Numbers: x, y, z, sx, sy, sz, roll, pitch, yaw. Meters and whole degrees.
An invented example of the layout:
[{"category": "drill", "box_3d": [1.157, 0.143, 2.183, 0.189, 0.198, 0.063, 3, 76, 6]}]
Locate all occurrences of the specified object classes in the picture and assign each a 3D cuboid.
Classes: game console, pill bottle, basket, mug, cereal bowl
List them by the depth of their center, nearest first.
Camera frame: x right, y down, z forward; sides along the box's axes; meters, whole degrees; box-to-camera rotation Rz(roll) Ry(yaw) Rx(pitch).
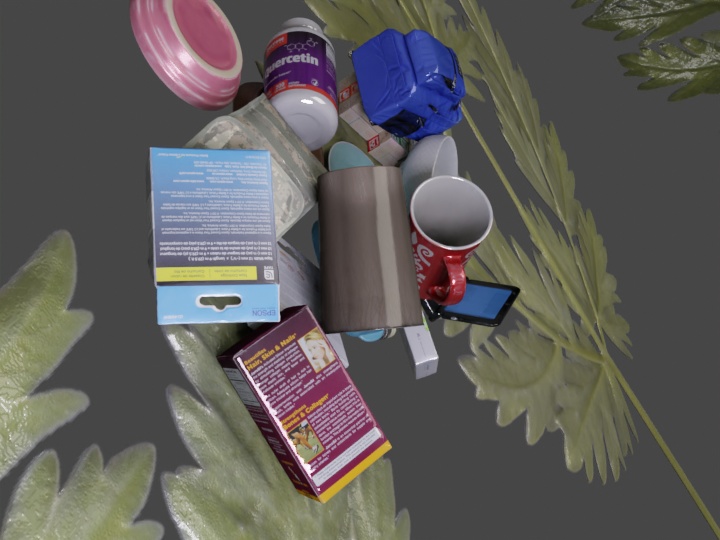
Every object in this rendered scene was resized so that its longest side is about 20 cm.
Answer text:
[{"category": "basket", "box_3d": [0.007, -0.024, 1.136, 0.180, 0.133, 0.204, 102, -17, -86]}, {"category": "pill bottle", "box_3d": [-0.090, -0.282, 1.314, 0.112, 0.111, 0.202, 36, 38, -41]}, {"category": "mug", "box_3d": [0.119, -0.028, 1.436, 0.132, 0.201, 0.179, 22, 61, 2]}, {"category": "cereal bowl", "box_3d": [0.114, -0.146, 1.599, 0.200, 0.082, 0.204, 8, 90, -72]}, {"category": "game console", "box_3d": [0.186, 0.012, 1.608, 0.178, 0.115, 0.200, 61, 28, -5]}]

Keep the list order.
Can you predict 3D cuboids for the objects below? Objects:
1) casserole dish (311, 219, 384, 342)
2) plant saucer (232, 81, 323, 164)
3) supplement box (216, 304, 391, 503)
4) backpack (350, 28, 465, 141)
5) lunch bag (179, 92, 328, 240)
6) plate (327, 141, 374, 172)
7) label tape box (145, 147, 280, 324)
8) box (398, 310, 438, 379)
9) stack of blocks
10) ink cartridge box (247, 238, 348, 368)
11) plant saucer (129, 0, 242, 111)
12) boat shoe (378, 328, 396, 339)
[{"category": "casserole dish", "box_3d": [0.000, 0.000, 1.267, 0.120, 0.039, 0.203, -8, 77, -45]}, {"category": "plant saucer", "box_3d": [-0.117, -0.207, 1.360, 0.200, 0.034, 0.203, 39, 37, -38]}, {"category": "supplement box", "box_3d": [-0.067, 0.156, 1.043, 0.110, 0.085, 0.202, -34, 98, -23]}, {"category": "backpack", "box_3d": [0.105, -0.321, 1.570, 0.199, 0.166, 0.165, 17, 59, -54]}, {"category": "lunch bag", "box_3d": [-0.143, -0.118, 1.147, 0.164, 0.117, 0.200, 49, 31, -7]}, {"category": "plate", "box_3d": [0.000, -0.123, 1.500, 0.200, 0.025, 0.203, 39, 37, -38]}, {"category": "label tape box", "box_3d": [-0.171, -0.035, 1.014, 0.141, 0.066, 0.204, -1, 79, -20]}, {"category": "box", "box_3d": [0.071, 0.059, 1.380, 0.156, 0.041, 0.203, 76, -3, -75]}, {"category": "stack of blocks", "box_3d": [0.042, -0.269, 1.653, 0.199, 0.058, 0.117, 37, 38, -41]}, {"category": "ink cartridge box", "box_3d": [-0.097, 0.038, 1.201, 0.162, 0.057, 0.201, 41, 15, -36]}, {"category": "plant saucer", "box_3d": [-0.234, -0.326, 1.241, 0.200, 0.050, 0.203, 39, 37, -37]}, {"category": "boat shoe", "box_3d": [-0.012, 0.018, 1.327, 0.064, 0.073, 0.202, -28, 93, -42]}]
